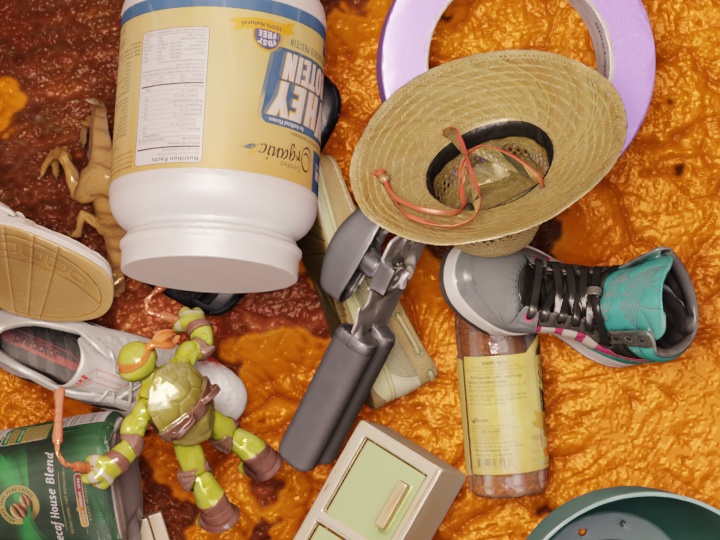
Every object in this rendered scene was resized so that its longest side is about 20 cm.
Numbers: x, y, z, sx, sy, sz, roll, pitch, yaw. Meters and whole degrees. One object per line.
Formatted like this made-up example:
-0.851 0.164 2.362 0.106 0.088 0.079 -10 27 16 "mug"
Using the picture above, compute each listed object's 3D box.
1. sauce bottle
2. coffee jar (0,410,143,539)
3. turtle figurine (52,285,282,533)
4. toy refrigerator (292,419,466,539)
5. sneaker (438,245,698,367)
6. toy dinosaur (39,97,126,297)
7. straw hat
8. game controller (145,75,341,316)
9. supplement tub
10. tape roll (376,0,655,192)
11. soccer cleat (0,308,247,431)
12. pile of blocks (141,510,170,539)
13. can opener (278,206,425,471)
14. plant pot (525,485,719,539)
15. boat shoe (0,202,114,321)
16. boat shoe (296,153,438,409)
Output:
0.103 0.065 1.576 0.066 0.066 0.201 -4 96 -3 "sauce bottle"
-0.262 0.162 1.538 0.199 0.085 0.105 -6 102 8 "coffee jar"
-0.120 0.095 1.505 0.161 0.064 0.200 53 48 -27 "turtle figurine"
-0.010 0.216 1.566 0.076 0.070 0.200 31 92 22 "toy refrigerator"
0.164 0.020 1.512 0.200 0.121 0.084 17 71 -32 "sneaker"
-0.184 -0.074 1.529 0.060 0.106 0.200 -23 134 -23 "toy dinosaur"
0.092 -0.058 1.485 0.200 0.201 0.085 -18 132 -2 "straw hat"
-0.098 -0.070 1.577 0.104 0.042 0.200 29 91 10 "game controller"
-0.098 -0.094 1.473 0.144 0.145 0.201 3 78 -3 "supplement tub"
0.112 -0.150 1.564 0.199 0.066 0.201 0 94 -3 "tape roll"
-0.180 0.075 1.552 0.199 0.085 0.069 19 92 -4 "soccer cleat"
-0.174 0.280 1.577 0.082 0.062 0.201 8 94 -3 "pile of blocks"
-0.013 0.046 1.517 0.067 0.053 0.200 36 113 22 "can opener"
0.194 0.246 1.544 0.200 0.161 0.201 0 94 -2 "plant pot"
-0.265 -0.021 1.542 0.199 0.069 0.071 17 119 6 "boat shoe"
0.001 0.001 1.560 0.063 0.073 0.201 -23 105 -16 "boat shoe"
